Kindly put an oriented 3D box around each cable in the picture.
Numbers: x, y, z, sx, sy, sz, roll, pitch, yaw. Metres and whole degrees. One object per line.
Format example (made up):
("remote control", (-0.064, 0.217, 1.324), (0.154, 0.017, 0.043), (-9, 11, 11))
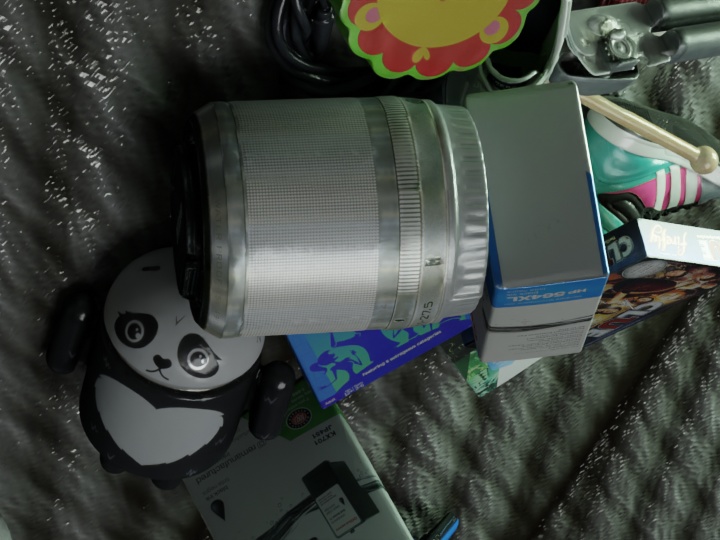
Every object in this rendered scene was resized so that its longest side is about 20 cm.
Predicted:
("cable", (0.014, -0.179, 1.526), (0.163, 0.051, 0.200), (-1, 137, -40))

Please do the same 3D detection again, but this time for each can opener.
("can opener", (0.221, -0.171, 1.681), (0.199, 0.054, 0.067), (-12, 160, -36))

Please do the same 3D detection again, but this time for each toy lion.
("toy lion", (0.037, -0.211, 1.441), (0.199, 0.069, 0.192), (9, 124, -32))

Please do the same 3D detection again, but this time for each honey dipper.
("honey dipper", (0.197, -0.116, 1.716), (0.200, 0.038, 0.038), (26, 119, -30))

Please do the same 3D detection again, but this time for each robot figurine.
("robot figurine", (-0.140, 0.075, 1.666), (0.150, 0.125, 0.200), (-12, 143, -29))

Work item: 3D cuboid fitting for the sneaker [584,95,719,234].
("sneaker", (0.229, -0.061, 1.834), (0.200, 0.084, 0.121), (16, 120, -40))

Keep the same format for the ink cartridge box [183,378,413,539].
("ink cartridge box", (-0.045, 0.209, 1.859), (0.146, 0.200, 0.083), (-30, 148, -3))

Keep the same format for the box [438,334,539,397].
("box", (0.123, 0.021, 1.903), (0.144, 0.036, 0.200), (-34, 146, 3))

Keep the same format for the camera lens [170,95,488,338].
("camera lens", (-0.025, -0.038, 1.543), (0.199, 0.160, 0.160), (-3, 141, -10))

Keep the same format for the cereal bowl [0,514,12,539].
("cereal bowl", (-0.354, 0.197, 1.663), (0.199, 0.084, 0.200), (-6, 154, -3))

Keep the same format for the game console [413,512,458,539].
("game console", (-0.026, 0.286, 2.153), (0.200, 0.118, 0.171), (-47, 176, 22))

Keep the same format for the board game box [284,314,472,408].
("board game box", (0.000, 0.000, 1.731), (0.152, 0.045, 0.200), (-29, 137, -4))

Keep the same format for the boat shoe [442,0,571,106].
("boat shoe", (0.101, -0.152, 1.598), (0.073, 0.066, 0.200), (13, 137, -3))

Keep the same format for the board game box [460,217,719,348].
("board game box", (0.194, 0.016, 1.825), (0.135, 0.035, 0.200), (5, 155, -44))

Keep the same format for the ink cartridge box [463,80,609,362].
("ink cartridge box", (0.118, -0.029, 1.628), (0.084, 0.147, 0.200), (-8, 162, -4))

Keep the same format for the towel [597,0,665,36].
("towel", (0.251, -0.245, 1.668), (0.144, 0.023, 0.200), (-17, 147, -27))
